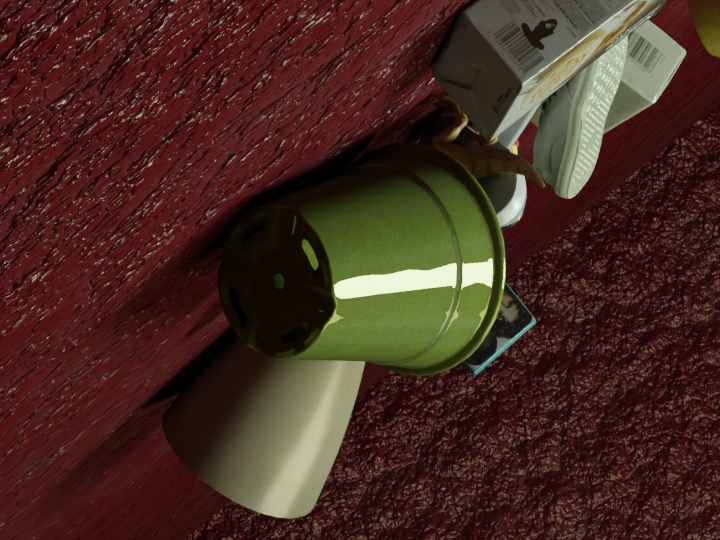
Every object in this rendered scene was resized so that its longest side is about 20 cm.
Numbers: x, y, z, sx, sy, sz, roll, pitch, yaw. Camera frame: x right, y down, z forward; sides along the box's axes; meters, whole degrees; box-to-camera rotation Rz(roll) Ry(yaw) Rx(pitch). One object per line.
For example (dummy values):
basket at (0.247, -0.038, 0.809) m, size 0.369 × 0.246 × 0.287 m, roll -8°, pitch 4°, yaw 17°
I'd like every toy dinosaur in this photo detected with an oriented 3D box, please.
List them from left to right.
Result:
toy dinosaur at (0.092, -0.095, 1.625) m, size 0.199 × 0.060 × 0.107 m, roll -5°, pitch -121°, yaw 34°

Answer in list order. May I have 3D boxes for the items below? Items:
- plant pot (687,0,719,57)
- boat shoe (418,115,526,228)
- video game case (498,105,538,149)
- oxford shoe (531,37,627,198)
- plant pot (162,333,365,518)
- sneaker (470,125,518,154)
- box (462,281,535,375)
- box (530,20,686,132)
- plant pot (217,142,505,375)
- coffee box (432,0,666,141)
plant pot at (0.432, -0.301, 2.020) m, size 0.141 × 0.202 × 0.200 m, roll -15°, pitch -176°, yaw 25°
boat shoe at (0.110, -0.077, 1.685) m, size 0.070 × 0.066 × 0.200 m, roll -46°, pitch -152°, yaw 1°
video game case at (0.186, -0.206, 1.690) m, size 0.183 × 0.024 × 0.200 m, roll -55°, pitch 178°, yaw -20°
oxford shoe at (0.197, -0.154, 1.723) m, size 0.075 × 0.058 × 0.201 m, roll -37°, pitch 151°, yaw -39°
plant pot at (-0.077, 0.119, 1.949) m, size 0.201 × 0.187 × 0.187 m, roll -57°, pitch 167°, yaw 17°
sneaker at (0.116, -0.115, 1.893) m, size 0.090 × 0.078 × 0.200 m, roll -50°, pitch 176°, yaw 12°
box at (0.078, 0.000, 1.832) m, size 0.082 × 0.200 × 0.049 m, roll -40°, pitch 173°, yaw 0°
box at (0.231, -0.185, 1.831) m, size 0.069 × 0.082 × 0.200 m, roll -56°, pitch -171°, yaw -17°
plant pot at (-0.013, -0.001, 1.544) m, size 0.200 × 0.201 × 0.189 m, roll -45°, pitch 159°, yaw 32°
coffee box at (0.164, -0.208, 1.518) m, size 0.200 × 0.080 × 0.114 m, roll -37°, pitch 172°, yaw -20°
